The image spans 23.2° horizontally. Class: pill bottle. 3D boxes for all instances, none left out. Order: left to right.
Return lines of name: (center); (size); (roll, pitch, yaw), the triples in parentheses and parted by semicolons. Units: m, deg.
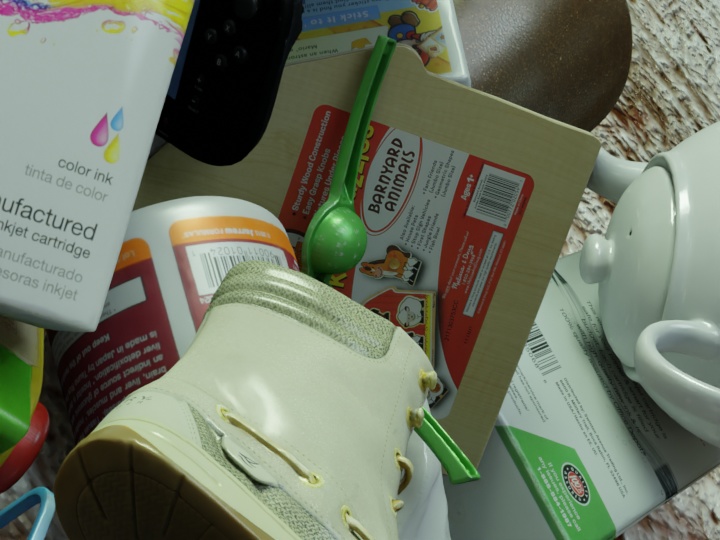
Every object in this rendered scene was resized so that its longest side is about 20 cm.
pill bottle: (-0.058, 0.081, 0.724); (0.113, 0.113, 0.201); (9, 55, -47)

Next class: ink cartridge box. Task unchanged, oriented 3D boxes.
ink cartridge box: (-0.141, -0.094, 0.628); (0.144, 0.084, 0.201); (19, 82, -20)
ink cartridge box: (0.098, 0.078, 0.941); (0.200, 0.083, 0.147); (-15, 74, -55)

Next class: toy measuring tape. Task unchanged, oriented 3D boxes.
toy measuring tape: (-0.162, 0.037, 0.700); (0.073, 0.074, 0.200); (37, 16, -24)

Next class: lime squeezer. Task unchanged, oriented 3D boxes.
lime squeezer: (0.000, 0.000, 0.774); (0.038, 0.070, 0.201); (1, 74, -40)

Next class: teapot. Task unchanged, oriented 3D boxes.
teapot: (0.187, 0.005, 0.909); (0.145, 0.200, 0.199); (7, 73, -6)

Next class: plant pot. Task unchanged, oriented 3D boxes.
plant pot: (0.019, -0.089, 0.925); (0.187, 0.187, 0.200); (49, 49, -9)

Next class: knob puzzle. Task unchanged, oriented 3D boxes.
knob puzzle: (-0.012, -0.013, 0.822); (0.220, 0.219, 0.030); (47, 9, -12)

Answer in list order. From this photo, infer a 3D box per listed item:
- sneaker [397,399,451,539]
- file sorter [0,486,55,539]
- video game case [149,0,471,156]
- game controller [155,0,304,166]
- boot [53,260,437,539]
sneaker: (0.017, 0.135, 0.809); (0.088, 0.075, 0.201); (17, 65, -63)
file sorter: (-0.084, 0.190, 0.592); (0.200, 0.123, 0.139); (41, 36, -20)
video game case: (-0.058, -0.141, 0.866); (0.023, 0.199, 0.183); (82, -1, -56)
game controller: (-0.108, -0.129, 0.786); (0.200, 0.105, 0.042); (34, 22, 28)
boot: (0.002, 0.095, 0.615); (0.200, 0.072, 0.155); (44, 30, -6)
